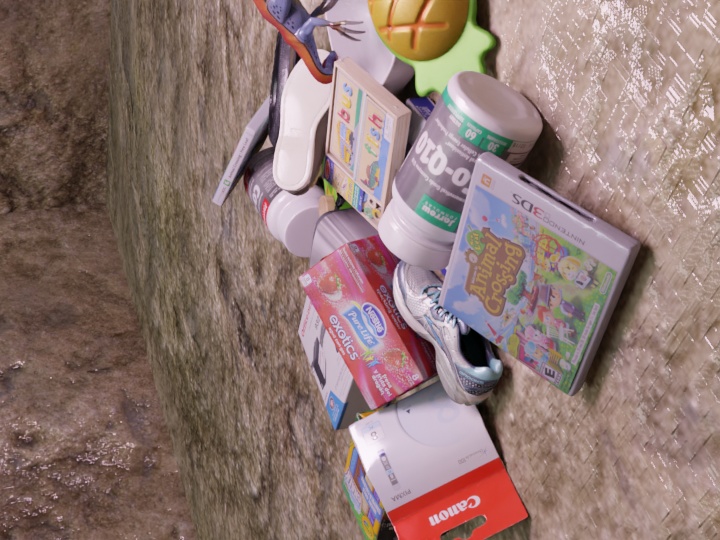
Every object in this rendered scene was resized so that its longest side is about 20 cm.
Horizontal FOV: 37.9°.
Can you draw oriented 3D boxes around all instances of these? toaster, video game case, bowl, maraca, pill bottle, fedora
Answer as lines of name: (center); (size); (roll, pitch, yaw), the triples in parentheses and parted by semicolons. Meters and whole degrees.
toaster: (0.000, 0.000, 1.503); (0.129, 0.113, 0.201); (47, 138, 47)
video game case: (0.172, 0.006, 1.065); (0.182, 0.022, 0.201); (35, 136, 26)
bowl: (0.026, -0.320, 1.376); (0.200, 0.074, 0.201); (135, 123, -64)
maraca: (0.079, -0.294, 1.210); (0.137, 0.107, 0.201); (-32, 80, 36)
pill bottle: (-0.115, -0.114, 1.747); (0.200, 0.113, 0.115); (-125, 34, -49)
pill bottle: (0.103, -0.104, 1.141); (0.201, 0.112, 0.113); (-61, 40, 32)
fedora: (-0.084, -0.271, 1.557); (0.201, 0.091, 0.202); (-176, 90, -81)
video game case: (-0.180, -0.229, 1.791); (0.182, 0.022, 0.201); (-57, 5, 43)

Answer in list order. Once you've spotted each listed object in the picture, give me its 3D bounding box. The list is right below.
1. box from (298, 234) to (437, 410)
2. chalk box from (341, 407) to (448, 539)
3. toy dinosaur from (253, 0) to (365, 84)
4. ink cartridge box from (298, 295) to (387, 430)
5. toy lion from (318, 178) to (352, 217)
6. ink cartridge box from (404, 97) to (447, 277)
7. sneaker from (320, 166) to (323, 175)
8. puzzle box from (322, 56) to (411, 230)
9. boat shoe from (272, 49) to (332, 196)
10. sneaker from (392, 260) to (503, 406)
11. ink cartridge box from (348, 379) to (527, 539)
box: (0.022, 0.063, 1.353); (0.095, 0.100, 0.201); (-34, 82, 31)
chalk box: (0.055, 0.296, 1.449); (0.124, 0.124, 0.201); (-119, 31, -42)
toy dinosaur: (-0.089, -0.331, 1.375); (0.105, 0.198, 0.183); (-78, -16, -64)
ink cartridge box: (-0.022, 0.122, 1.636); (0.146, 0.083, 0.201); (107, 148, -46)
toy lion: (-0.020, -0.190, 1.566); (0.200, 0.068, 0.193); (123, 142, -59)
ink cartridge box: (0.096, -0.085, 1.326); (0.200, 0.040, 0.201); (-123, 32, -47)
sneaker: (-0.092, -0.245, 1.673); (0.119, 0.073, 0.201); (105, 160, -44)
puzzle box: (0.005, -0.163, 1.376); (0.133, 0.025, 0.201); (46, 147, 31)
boat shoe: (-0.074, -0.203, 1.453); (0.060, 0.072, 0.203); (41, -119, -76)
sneaker: (0.114, 0.060, 1.281); (0.201, 0.077, 0.086); (59, 148, 13)
ink cartridge box: (0.092, 0.244, 1.291); (0.201, 0.159, 0.047); (65, -178, 38)
